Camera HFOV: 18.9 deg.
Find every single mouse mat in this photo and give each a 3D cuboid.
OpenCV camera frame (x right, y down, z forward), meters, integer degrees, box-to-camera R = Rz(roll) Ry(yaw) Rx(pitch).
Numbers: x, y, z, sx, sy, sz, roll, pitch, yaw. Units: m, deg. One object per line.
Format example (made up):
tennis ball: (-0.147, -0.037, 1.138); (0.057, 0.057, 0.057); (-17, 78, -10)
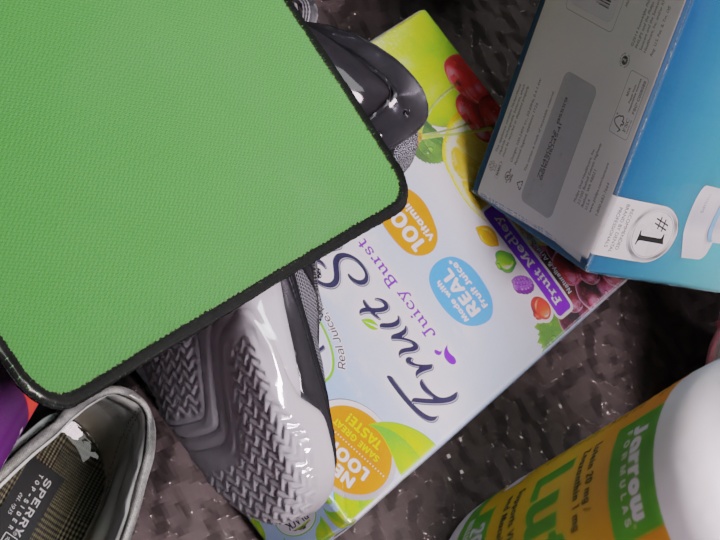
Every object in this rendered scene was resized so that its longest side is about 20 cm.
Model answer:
mouse mat: (-0.076, -0.058, 0.654); (0.161, 0.008, 0.200); (57, 37, 2)

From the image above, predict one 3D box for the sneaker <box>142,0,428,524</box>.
sneaker: (-0.022, -0.016, 0.739); (0.113, 0.075, 0.201); (-8, 67, -34)

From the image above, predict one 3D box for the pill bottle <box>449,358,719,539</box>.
pill bottle: (0.126, 0.097, 0.769); (0.111, 0.200, 0.111); (19, 53, -28)

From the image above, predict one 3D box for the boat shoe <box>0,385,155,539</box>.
boat shoe: (-0.122, 0.110, 0.659); (0.072, 0.071, 0.200); (34, 49, -17)

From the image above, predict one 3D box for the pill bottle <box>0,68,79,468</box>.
pill bottle: (-0.154, 0.035, 0.624); (0.112, 0.112, 0.200); (35, 63, -15)

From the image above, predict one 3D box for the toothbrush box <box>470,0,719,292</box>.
toothbrush box: (0.164, -0.069, 0.854); (0.199, 0.147, 0.085); (7, 20, -34)

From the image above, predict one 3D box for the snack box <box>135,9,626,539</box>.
snack box: (0.000, 0.000, 0.834); (0.142, 0.053, 0.200); (52, 46, 2)

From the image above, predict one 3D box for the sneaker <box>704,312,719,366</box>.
sneaker: (0.209, 0.091, 0.935); (0.200, 0.075, 0.105); (30, 73, -39)
